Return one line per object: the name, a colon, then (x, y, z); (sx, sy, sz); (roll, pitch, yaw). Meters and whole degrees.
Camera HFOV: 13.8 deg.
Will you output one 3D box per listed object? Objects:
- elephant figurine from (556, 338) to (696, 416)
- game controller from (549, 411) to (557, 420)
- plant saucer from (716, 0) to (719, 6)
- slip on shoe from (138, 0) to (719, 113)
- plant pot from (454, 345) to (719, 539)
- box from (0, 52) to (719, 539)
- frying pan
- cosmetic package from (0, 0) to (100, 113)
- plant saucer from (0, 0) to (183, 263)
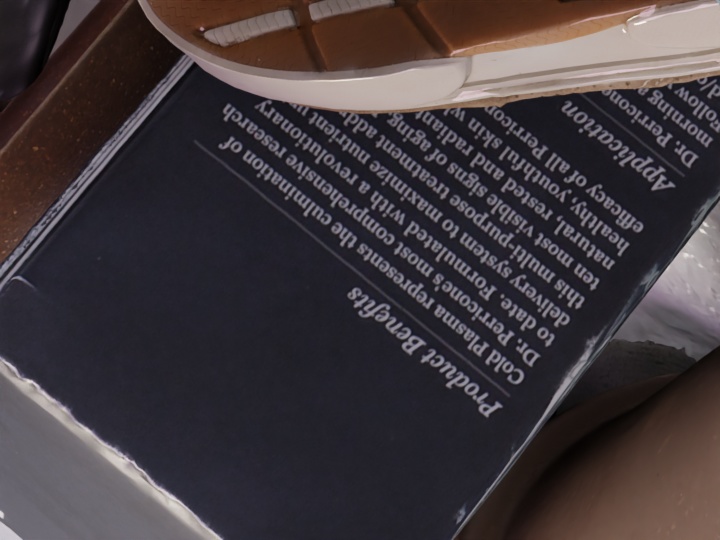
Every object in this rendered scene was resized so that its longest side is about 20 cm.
elephant figurine: (0.081, 0.094, 0.934); (0.155, 0.142, 0.200); (14, 152, -40)
game controller: (0.089, 0.094, 1.097); (0.104, 0.042, 0.200); (16, 155, 26)
plant saucer: (0.082, -0.105, 0.472); (0.200, 0.027, 0.200); (163, 90, -78)
slip on shoe: (0.045, -0.070, 0.639); (0.200, 0.076, 0.061); (-7, 162, 29)
plant pot: (0.125, 0.088, 0.779); (0.200, 0.200, 0.175); (38, 147, 10)
box: (0.000, 0.000, 0.771); (0.124, 0.197, 0.200); (40, 165, 4)
frying pan: (-0.099, -0.067, 0.831); (0.031, 0.115, 0.190); (18, 128, -4)
cosmetic package: (-0.062, -0.048, 1.012); (0.200, 0.073, 0.104); (31, 162, 32)
plant saucer: (-0.086, -0.032, 0.841); (0.037, 0.200, 0.200); (42, 164, -9)
